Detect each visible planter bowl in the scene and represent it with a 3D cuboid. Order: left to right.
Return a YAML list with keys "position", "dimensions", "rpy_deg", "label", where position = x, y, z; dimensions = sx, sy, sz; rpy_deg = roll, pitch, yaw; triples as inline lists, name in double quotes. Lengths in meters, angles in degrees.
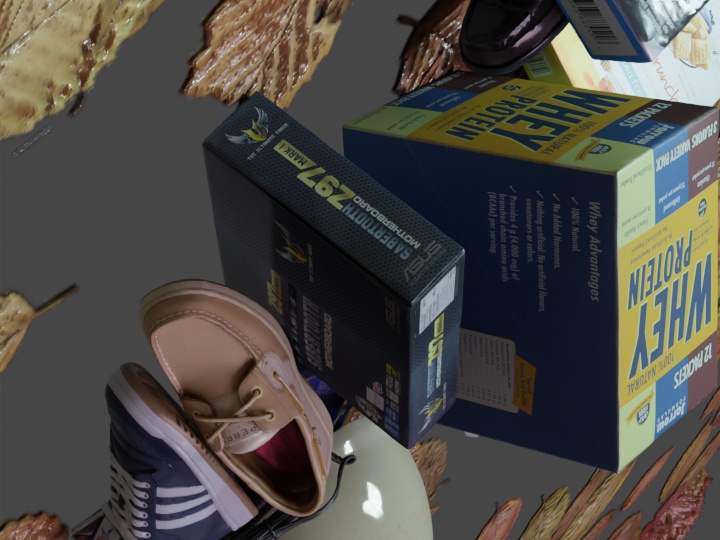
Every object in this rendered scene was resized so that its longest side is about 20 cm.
- position: [-0.023, 0.215, 1.413]
  dimensions: [0.200, 0.135, 0.200]
  rpy_deg: [-35, 170, -7]
  label: "planter bowl"

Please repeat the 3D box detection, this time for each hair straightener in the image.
- position: [-0.081, 0.187, 1.293]
  dimensions: [0.199, 0.077, 0.041]
  rpy_deg: [-33, 137, -10]
  label: "hair straightener"

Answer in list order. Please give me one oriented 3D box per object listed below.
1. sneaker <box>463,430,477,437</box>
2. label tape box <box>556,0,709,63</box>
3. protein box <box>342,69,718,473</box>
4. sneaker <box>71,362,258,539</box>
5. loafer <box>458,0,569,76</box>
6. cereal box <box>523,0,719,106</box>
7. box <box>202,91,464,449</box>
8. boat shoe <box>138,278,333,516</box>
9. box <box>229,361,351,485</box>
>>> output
- position: [0.120, 0.040, 1.492]
  dimensions: [0.079, 0.079, 0.202]
  rpy_deg: [-67, 161, -68]
  label: "sneaker"
- position: [0.185, -0.247, 1.162]
  dimensions: [0.200, 0.063, 0.144]
  rpy_deg: [-46, 117, -18]
  label: "label tape box"
- position: [0.111, -0.006, 1.223]
  dimensions: [0.135, 0.199, 0.200]
  rpy_deg: [-30, 124, -47]
  label: "protein box"
- position: [-0.141, 0.139, 1.198]
  dimensions: [0.108, 0.070, 0.200]
  rpy_deg: [-36, 148, -5]
  label: "sneaker"
- position: [0.119, -0.213, 1.204]
  dimensions: [0.200, 0.072, 0.063]
  rpy_deg: [-52, 142, -19]
  label: "loafer"
- position: [0.197, -0.163, 1.335]
  dimensions: [0.039, 0.144, 0.200]
  rpy_deg: [-5, -146, 50]
  label: "cereal box"
- position: [-0.015, 0.005, 1.117]
  dimensions: [0.051, 0.157, 0.200]
  rpy_deg: [-44, 160, -21]
  label: "box"
- position: [-0.068, 0.082, 1.159]
  dimensions: [0.073, 0.070, 0.200]
  rpy_deg: [-23, 136, 16]
  label: "boat shoe"
- position: [-0.068, 0.115, 1.376]
  dimensions: [0.200, 0.032, 0.122]
  rpy_deg: [-19, 142, -56]
  label: "box"
